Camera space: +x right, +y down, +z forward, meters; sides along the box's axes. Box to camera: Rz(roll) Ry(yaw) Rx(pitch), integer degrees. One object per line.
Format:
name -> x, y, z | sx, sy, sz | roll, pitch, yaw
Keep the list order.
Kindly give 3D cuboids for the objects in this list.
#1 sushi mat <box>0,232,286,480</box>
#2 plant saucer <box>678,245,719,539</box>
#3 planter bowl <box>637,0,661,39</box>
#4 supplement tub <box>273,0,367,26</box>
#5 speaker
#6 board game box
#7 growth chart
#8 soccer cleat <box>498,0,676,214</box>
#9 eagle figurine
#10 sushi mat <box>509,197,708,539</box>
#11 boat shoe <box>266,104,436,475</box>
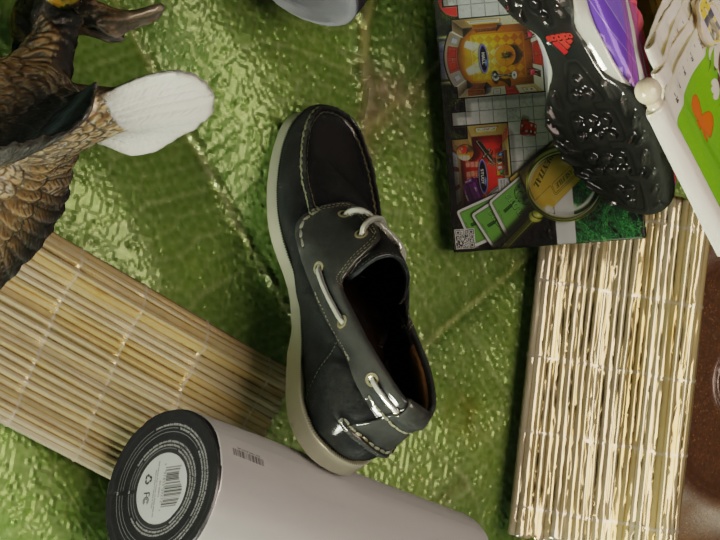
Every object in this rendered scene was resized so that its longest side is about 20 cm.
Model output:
sushi mat -> -0.122, 0.048, 1.318 | 0.200, 0.012, 0.096 | 32, 71, -34
plant saucer -> 0.207, 0.064, 1.564 | 0.200, 0.037, 0.201 | 0, 91, -38
planter bowl -> 0.193, -0.182, 1.520 | 0.200, 0.083, 0.201 | -2, 93, -43
supplement tub -> 0.019, -0.217, 1.373 | 0.107, 0.107, 0.200 | 47, 63, -28
speaker -> -0.026, 0.131, 1.339 | 0.200, 0.081, 0.081 | 25, 74, -42
board game box -> 0.093, -0.113, 1.443 | 0.105, 0.023, 0.201 | -5, 93, 5
growth chart -> 0.191, -0.104, 1.422 | 0.145, 0.018, 0.200 | 52, 41, -33
soccer cleat -> 0.120, -0.121, 1.384 | 0.073, 0.068, 0.200 | -48, 120, -36
eagle figurine -> -0.177, -0.056, 1.210 | 0.152, 0.151, 0.200 | 53, 49, -37
sushi mat -> 0.138, 0.052, 1.489 | 0.095, 0.012, 0.201 | 7, 84, -7
boat shoe -> 0.000, 0.000, 1.347 | 0.072, 0.068, 0.200 | 20, 50, -37
